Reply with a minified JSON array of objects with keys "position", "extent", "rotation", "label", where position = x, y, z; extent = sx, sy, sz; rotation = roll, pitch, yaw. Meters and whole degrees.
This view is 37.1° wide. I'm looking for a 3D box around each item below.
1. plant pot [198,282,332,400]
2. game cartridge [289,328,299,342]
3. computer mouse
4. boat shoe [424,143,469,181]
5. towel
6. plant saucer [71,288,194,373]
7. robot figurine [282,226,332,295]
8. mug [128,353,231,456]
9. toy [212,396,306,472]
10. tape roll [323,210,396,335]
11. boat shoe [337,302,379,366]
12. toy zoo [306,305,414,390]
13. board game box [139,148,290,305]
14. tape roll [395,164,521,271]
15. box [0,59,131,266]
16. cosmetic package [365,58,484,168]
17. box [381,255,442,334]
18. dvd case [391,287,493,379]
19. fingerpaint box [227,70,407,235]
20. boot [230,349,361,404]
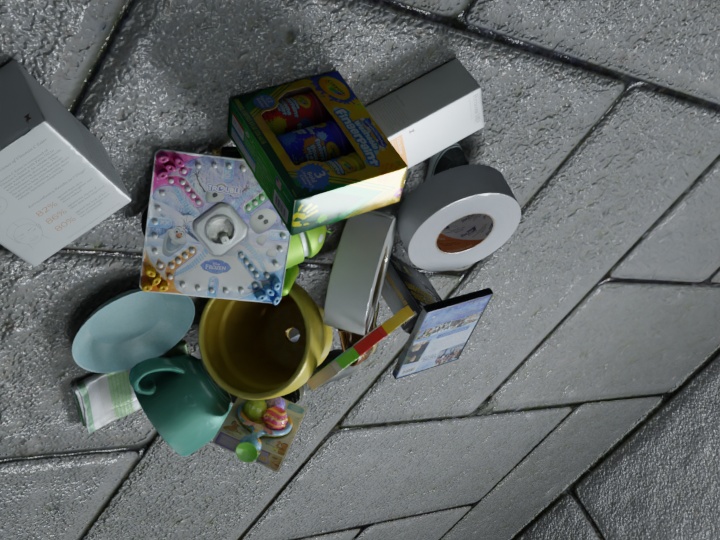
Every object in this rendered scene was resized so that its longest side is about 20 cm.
[{"position":[-0.139,0.109,1.777],"extent":[0.201,0.201,0.189],"rotation":[-40,166,13],"label":"plant pot"},{"position":[-0.143,0.172,2.007],"extent":[0.133,0.041,0.200],"rotation":[-23,149,-11],"label":"game cartridge"},{"position":[-0.210,-0.098,1.486],"extent":[0.199,0.046,0.141],"rotation":[-4,104,0],"label":"computer mouse"},{"position":[0.143,-0.134,1.804],"extent":[0.069,0.057,0.200],"rotation":[-23,149,-17],"label":"boat shoe"},{"position":[-0.383,0.199,1.823],"extent":[0.200,0.031,0.149],"rotation":[-21,149,-20],"label":"towel"},{"position":[-0.357,0.083,1.666],"extent":[0.201,0.039,0.201],"rotation":[-25,149,-16],"label":"plant saucer"},{"position":[-0.140,-0.052,1.594],"extent":[0.200,0.116,0.176],"rotation":[-24,118,-14],"label":"robot figurine"},{"position":[-0.285,0.210,1.756],"extent":[0.114,0.152,0.185],"rotation":[-35,168,-2],"label":"mug"},{"position":[-0.155,0.239,1.742],"extent":[0.200,0.115,0.047],"rotation":[-65,179,-63],"label":"toy"},{"position":[0.000,0.000,1.733],"extent":[0.071,0.203,0.203],"rotation":[15,145,6],"label":"tape roll"},{"position":[-0.009,0.084,1.908],"extent":[0.068,0.072,0.200],"rotation":[-54,146,-48],"label":"boat shoe"},{"position":[0.010,0.117,1.734],"extent":[0.200,0.020,0.131],"rotation":[-36,177,-27],"label":"toy zoo"},{"position":[-0.191,-0.055,1.468],"extent":[0.199,0.026,0.200],"rotation":[6,106,-15],"label":"board game box"},{"position":[0.161,-0.085,1.775],"extent":[0.200,0.066,0.200],"rotation":[-15,147,-10],"label":"tape roll"},{"position":[-0.394,-0.120,1.260],"extent":[0.152,0.106,0.200],"rotation":[-33,151,2],"label":"box"},{"position":[0.081,-0.220,1.605],"extent":[0.200,0.071,0.101],"rotation":[-30,150,-6],"label":"cosmetic package"},{"position":[0.102,0.058,1.949],"extent":[0.048,0.159,0.200],"rotation":[-39,150,13],"label":"box"},{"position":[0.143,0.112,1.890],"extent":[0.142,0.018,0.200],"rotation":[-15,146,-29],"label":"dvd case"},{"position":[-0.060,-0.161,1.425],"extent":[0.167,0.200,0.073],"rotation":[-18,147,-23],"label":"fingerpaint box"},{"position":[-0.120,0.192,1.952],"extent":[0.181,0.073,0.200],"rotation":[-1,-164,29],"label":"boot"}]
